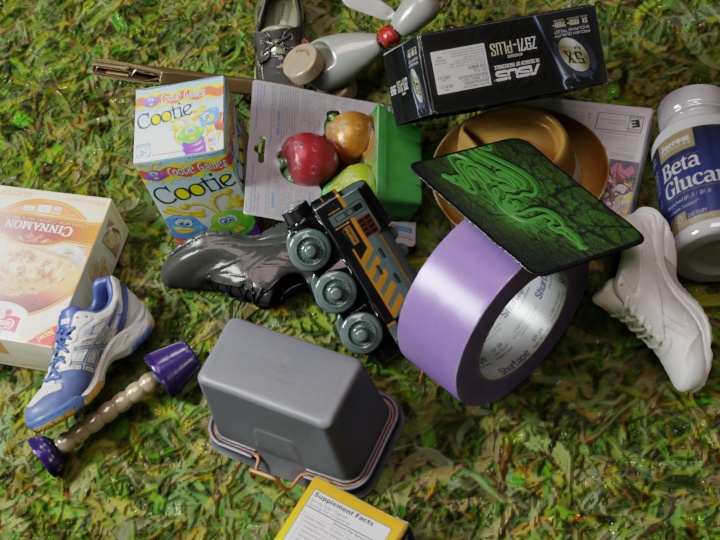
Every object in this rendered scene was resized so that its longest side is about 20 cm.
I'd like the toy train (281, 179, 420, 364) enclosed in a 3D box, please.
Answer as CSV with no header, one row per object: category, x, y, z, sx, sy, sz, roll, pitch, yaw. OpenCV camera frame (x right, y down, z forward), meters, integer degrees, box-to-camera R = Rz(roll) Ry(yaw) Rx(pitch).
toy train,0.000,0.000,1.491,0.114,0.085,0.200,-32,99,1

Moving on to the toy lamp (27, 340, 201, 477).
toy lamp,-0.263,0.148,1.520,0.200,0.058,0.058,-37,58,-8

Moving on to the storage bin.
storage bin,-0.075,0.140,1.435,0.200,0.134,0.146,17,63,23

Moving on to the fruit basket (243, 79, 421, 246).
fruit basket,-0.032,-0.120,1.579,0.200,0.094,0.186,7,59,-11

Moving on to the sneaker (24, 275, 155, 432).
sneaker,-0.313,0.088,1.521,0.075,0.088,0.200,-13,30,41

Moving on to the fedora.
fedora,0.169,-0.124,1.522,0.200,0.082,0.201,-7,56,10

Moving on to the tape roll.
tape roll,0.136,0.034,1.415,0.200,0.200,0.085,-43,59,-15

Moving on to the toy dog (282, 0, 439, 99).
toy dog,-0.003,-0.282,1.686,0.200,0.132,0.096,-21,54,-2

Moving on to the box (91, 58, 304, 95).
box,-0.191,-0.224,1.643,0.163,0.200,0.021,16,101,50

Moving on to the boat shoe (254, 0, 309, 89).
boat shoe,-0.103,-0.285,1.748,0.072,0.066,0.201,-5,58,7

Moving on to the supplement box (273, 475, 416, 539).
supplement box,-0.040,0.319,1.330,0.109,0.110,0.200,24,67,25

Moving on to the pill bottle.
pill bottle,0.373,-0.098,1.498,0.111,0.111,0.200,-7,57,8

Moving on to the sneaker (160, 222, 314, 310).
sneaker,-0.130,0.002,1.574,0.200,0.076,0.091,-10,64,9

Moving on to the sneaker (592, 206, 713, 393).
sneaker,0.287,0.038,1.426,0.099,0.078,0.200,-14,71,-20

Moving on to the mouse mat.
mouse mat,0.165,-0.068,1.385,0.161,0.008,0.200,-17,45,-35

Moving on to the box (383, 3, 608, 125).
box,0.142,-0.220,1.514,0.200,0.164,0.086,-12,94,-12

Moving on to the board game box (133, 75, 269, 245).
board game box,-0.176,-0.110,1.575,0.105,0.200,0.103,-8,57,8

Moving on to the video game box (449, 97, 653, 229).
video game box,0.219,-0.111,1.581,0.200,0.047,0.182,9,58,18

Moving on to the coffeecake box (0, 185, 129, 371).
coffeecake box,-0.379,0.009,1.621,0.153,0.073,0.200,8,61,16
